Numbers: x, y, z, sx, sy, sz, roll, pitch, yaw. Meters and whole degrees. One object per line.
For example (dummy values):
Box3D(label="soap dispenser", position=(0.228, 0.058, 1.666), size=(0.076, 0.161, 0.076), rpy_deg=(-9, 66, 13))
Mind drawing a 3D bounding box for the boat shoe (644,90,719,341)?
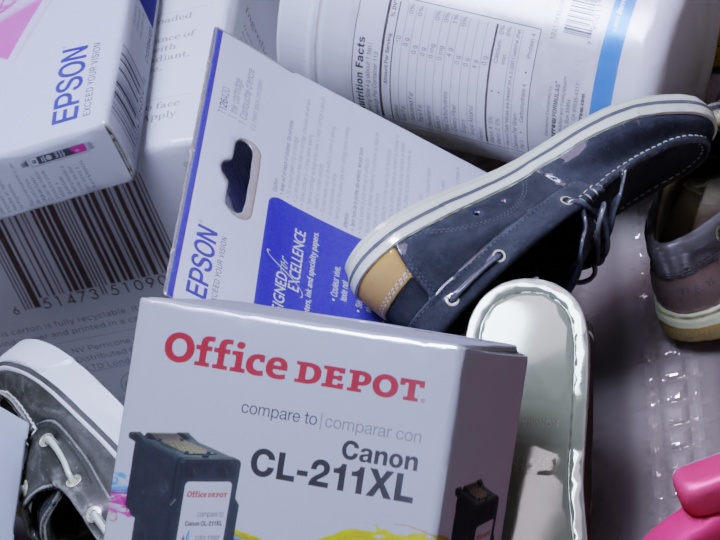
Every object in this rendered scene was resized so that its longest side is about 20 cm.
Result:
Box3D(label="boat shoe", position=(0.187, -0.052, 1.268), size=(0.073, 0.065, 0.200), rpy_deg=(-3, 41, 26))

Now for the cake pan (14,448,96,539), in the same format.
Box3D(label="cake pan", position=(-0.127, 0.136, 1.225), size=(0.200, 0.037, 0.201), rpy_deg=(-15, 37, 12))

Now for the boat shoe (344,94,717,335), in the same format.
Box3D(label="boat shoe", position=(0.087, -0.020, 1.180), size=(0.200, 0.075, 0.062), rpy_deg=(-26, 68, -27))

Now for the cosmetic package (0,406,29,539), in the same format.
Box3D(label="cosmetic package", position=(-0.245, 0.150, 1.182), size=(0.200, 0.052, 0.151), rpy_deg=(-20, 50, 32))

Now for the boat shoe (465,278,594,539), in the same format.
Box3D(label="boat shoe", position=(0.066, 0.108, 1.107), size=(0.071, 0.061, 0.202), rpy_deg=(7, 73, 10))

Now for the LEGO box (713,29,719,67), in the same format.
Box3D(label="LEGO box", position=(0.255, -0.190, 1.394), size=(0.199, 0.077, 0.149), rpy_deg=(-6, 39, 22))

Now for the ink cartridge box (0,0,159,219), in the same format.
Box3D(label="ink cartridge box", position=(-0.197, -0.089, 1.263), size=(0.199, 0.043, 0.197), rpy_deg=(-15, 38, 12))

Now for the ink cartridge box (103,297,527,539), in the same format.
Box3D(label="ink cartridge box", position=(-0.025, 0.117, 1.046), size=(0.145, 0.083, 0.201), rpy_deg=(8, 89, 22))

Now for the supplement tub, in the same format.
Box3D(label="supplement tub", position=(0.072, -0.122, 1.324), size=(0.199, 0.132, 0.132), rpy_deg=(15, 49, 19))

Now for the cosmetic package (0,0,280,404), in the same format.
Box3D(label="cosmetic package", position=(-0.116, -0.050, 1.342), size=(0.164, 0.165, 0.200), rpy_deg=(-11, 38, 15))

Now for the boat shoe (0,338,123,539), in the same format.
Box3D(label="boat shoe", position=(-0.126, 0.096, 1.182), size=(0.064, 0.071, 0.200), rpy_deg=(-35, 40, -17))

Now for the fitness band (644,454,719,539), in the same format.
Box3D(label="fitness band", position=(0.196, 0.124, 1.060), size=(0.199, 0.037, 0.144), rpy_deg=(-19, 39, 6))

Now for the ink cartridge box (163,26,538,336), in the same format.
Box3D(label="ink cartridge box", position=(0.000, 0.000, 1.214), size=(0.047, 0.199, 0.198), rpy_deg=(-54, 19, 37))
